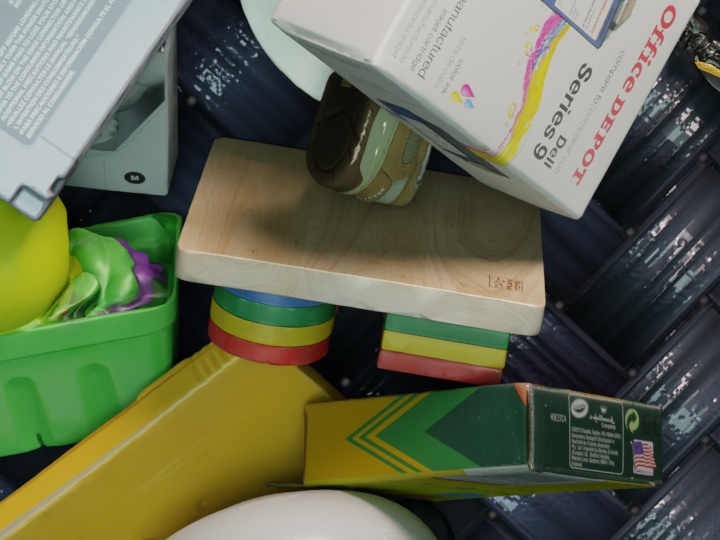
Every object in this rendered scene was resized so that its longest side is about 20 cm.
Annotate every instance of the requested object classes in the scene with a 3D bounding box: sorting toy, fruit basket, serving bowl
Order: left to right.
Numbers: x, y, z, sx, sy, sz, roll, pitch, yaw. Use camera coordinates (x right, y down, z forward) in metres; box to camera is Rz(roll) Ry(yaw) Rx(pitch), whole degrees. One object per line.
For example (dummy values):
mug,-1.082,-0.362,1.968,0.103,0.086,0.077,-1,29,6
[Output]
fruit basket,-0.206,0.004,1.388,0.216,0.156,0.216,-1,115,-1
serving bowl,-0.048,0.177,1.407,0.200,0.200,0.066,-16,65,4
sorting toy,0.000,0.000,1.365,0.199,0.200,0.070,9,111,0

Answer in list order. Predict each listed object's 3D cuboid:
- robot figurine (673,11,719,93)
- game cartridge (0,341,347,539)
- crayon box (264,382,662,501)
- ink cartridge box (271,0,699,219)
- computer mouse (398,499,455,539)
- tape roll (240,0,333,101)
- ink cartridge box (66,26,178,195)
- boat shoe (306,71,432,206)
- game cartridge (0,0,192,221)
robot figurine,0.238,-0.196,1.390,0.145,0.058,0.200,-18,99,6
game cartridge,-0.097,0.128,1.423,0.200,0.032,0.176,-38,139,6
crayon box,0.057,0.102,1.376,0.200,0.127,0.051,-9,76,40
ink cartridge box,0.071,-0.137,1.264,0.200,0.088,0.145,34,85,-47
computer mouse,0.039,0.241,1.491,0.059,0.034,0.200,-6,101,2
tape roll,0.026,-0.189,1.391,0.202,0.071,0.202,0,101,2
ink cartridge box,-0.204,-0.122,1.361,0.200,0.041,0.200,6,146,1
boat shoe,0.036,-0.133,1.340,0.076,0.072,0.200,19,96,-35
game cartridge,-0.170,-0.144,1.274,0.133,0.040,0.200,35,93,-6
